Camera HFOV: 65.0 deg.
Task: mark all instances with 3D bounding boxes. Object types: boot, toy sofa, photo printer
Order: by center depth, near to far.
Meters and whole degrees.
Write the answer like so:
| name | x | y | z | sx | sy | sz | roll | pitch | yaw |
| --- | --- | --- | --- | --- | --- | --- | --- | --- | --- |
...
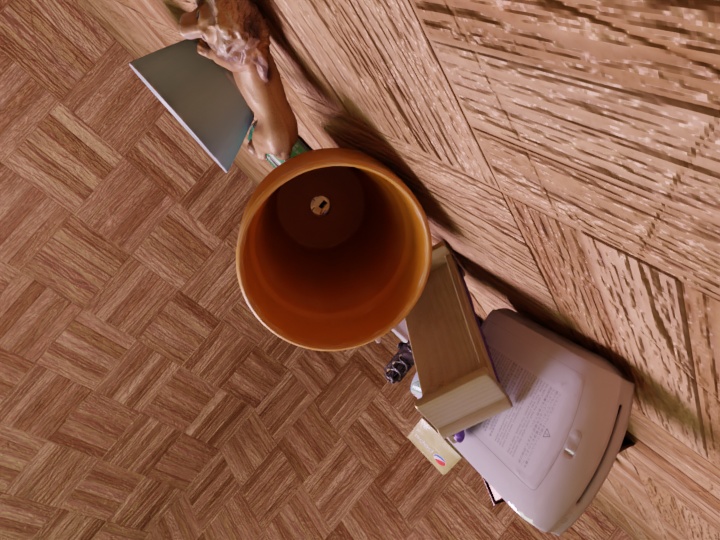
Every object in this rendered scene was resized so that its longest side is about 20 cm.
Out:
| name | x | y | z | sx | sy | sz | roll | pitch | yaw |
| --- | --- | --- | --- | --- | --- | --- | --- | --- | --- |
| photo printer | 0.173 | 0.144 | 0.572 | 0.068 | 0.170 | 0.200 | 23 | -176 | -24 |
| toy sofa | 0.097 | 0.076 | 0.620 | 0.098 | 0.082 | 0.203 | 48 | -159 | -37 |
| boot | 0.108 | 0.133 | 1.010 | 0.069 | 0.175 | 0.200 | 40 | 176 | 7 |

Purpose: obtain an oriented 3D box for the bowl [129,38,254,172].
| name | x | y | z | sx | sy | sz | roll | pitch | yaw |
| --- | --- | --- | --- | --- | --- | --- | --- | --- | --- |
| bowl | -0.233 | -0.258 | 0.843 | 0.201 | 0.105 | 0.201 | 46 | 175 | 5 |

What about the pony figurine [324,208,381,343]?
| name | x | y | z | sx | sy | sz | roll | pitch | yaw |
| --- | --- | --- | --- | --- | --- | --- | --- | --- | --- |
| pony figurine | 0.000 | 0.000 | 0.829 | 0.193 | 0.162 | 0.206 | 63 | -166 | -78 |

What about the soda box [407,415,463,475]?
| name | x | y | z | sx | sy | sz | roll | pitch | yaw |
| --- | --- | --- | --- | --- | --- | --- | --- | --- | --- |
| soda box | 0.152 | 0.167 | 0.747 | 0.068 | 0.199 | 0.065 | 41 | 143 | 16 |

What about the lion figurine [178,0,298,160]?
| name | x | y | z | sx | sy | sz | roll | pitch | yaw |
| --- | --- | --- | --- | --- | --- | --- | --- | --- | --- |
| lion figurine | -0.097 | -0.172 | 0.533 | 0.122 | 0.072 | 0.202 | 40 | 167 | 50 |

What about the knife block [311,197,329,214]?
| name | x | y | z | sx | sy | sz | roll | pitch | yaw |
| --- | --- | --- | --- | --- | --- | --- | --- | --- | --- |
| knife block | -0.050 | -0.094 | 1.069 | 0.199 | 0.064 | 0.176 | 40 | 175 | 40 |

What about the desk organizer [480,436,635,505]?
| name | x | y | z | sx | sy | sz | roll | pitch | yaw |
| --- | --- | --- | --- | --- | --- | --- | --- | --- | --- |
| desk organizer | 0.247 | 0.225 | 0.719 | 0.078 | 0.195 | 0.073 | -59 | 45 | 47 |

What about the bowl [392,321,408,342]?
| name | x | y | z | sx | sy | sz | roll | pitch | yaw |
| --- | --- | --- | --- | --- | --- | --- | --- | --- | --- |
| bowl | 0.173 | 0.184 | 1.526 | 0.201 | 0.091 | 0.201 | 44 | 176 | 4 |

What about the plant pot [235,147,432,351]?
| name | x | y | z | sx | sy | sz | roll | pitch | yaw |
| --- | --- | --- | --- | --- | --- | --- | --- | --- | --- |
| plant pot | -0.036 | -0.047 | 0.634 | 0.200 | 0.199 | 0.184 | 44 | -169 | -24 |

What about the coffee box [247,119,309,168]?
| name | x | y | z | sx | sy | sz | roll | pitch | yaw |
| --- | --- | --- | --- | --- | --- | --- | --- | --- | --- |
| coffee box | -0.128 | -0.195 | 0.926 | 0.123 | 0.044 | 0.200 | 45 | 176 | -13 |

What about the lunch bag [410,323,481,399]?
| name | x | y | z | sx | sy | sz | roll | pitch | yaw |
| --- | --- | --- | --- | --- | --- | --- | --- | --- | --- |
| lunch bag | 0.174 | 0.172 | 0.924 | 0.075 | 0.162 | 0.200 | 27 | 170 | 44 |
